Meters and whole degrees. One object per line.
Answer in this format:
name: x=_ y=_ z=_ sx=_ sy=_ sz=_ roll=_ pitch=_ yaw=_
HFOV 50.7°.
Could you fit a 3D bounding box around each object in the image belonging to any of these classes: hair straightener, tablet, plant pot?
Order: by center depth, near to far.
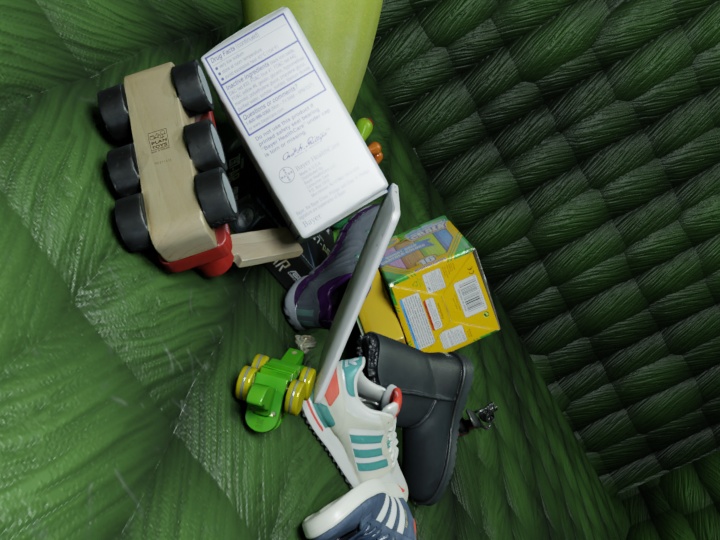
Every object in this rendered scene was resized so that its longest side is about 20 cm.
tablet: x=-0.005 y=0.019 z=0.742 sx=0.013 sy=0.203 sz=0.130 roll=22 pitch=16 yaw=-5
plant pot: x=-0.064 y=-0.269 z=0.963 sx=0.187 sy=0.183 sz=0.204 roll=-67 pitch=161 yaw=-72
hair straightener: x=0.224 y=0.277 z=1.404 sx=0.200 sy=0.076 sz=0.041 roll=33 pitch=30 yaw=-63

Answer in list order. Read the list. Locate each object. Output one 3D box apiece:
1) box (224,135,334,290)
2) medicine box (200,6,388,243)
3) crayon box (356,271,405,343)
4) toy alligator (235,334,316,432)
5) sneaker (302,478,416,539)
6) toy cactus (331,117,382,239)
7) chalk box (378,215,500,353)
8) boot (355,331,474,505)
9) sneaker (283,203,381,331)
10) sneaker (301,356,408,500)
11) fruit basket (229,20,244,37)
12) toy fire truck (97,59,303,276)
box: x=-0.097 y=-0.058 z=0.954 sx=0.201 sy=0.043 sz=0.162 roll=52 pitch=18 yaw=-34
medicine box: x=-0.070 y=-0.140 z=0.804 sx=0.202 sy=0.102 sz=0.182 roll=61 pitch=-5 yaw=-4
crayon box: x=0.023 y=0.068 z=1.027 sx=0.201 sy=0.051 sz=0.128 roll=68 pitch=1 yaw=-65
toy alligator: x=-0.075 y=0.111 z=0.723 sx=0.200 sy=0.058 sz=0.055 roll=-44 pitch=148 yaw=-78
sneaker: x=0.013 y=0.251 z=0.716 sx=0.086 sy=0.074 sz=0.200 roll=62 pitch=13 yaw=21
toy cactus: x=-0.026 y=-0.128 z=1.095 sx=0.101 sy=0.202 sz=0.165 roll=28 pitch=6 yaw=-5
chalk box: x=0.092 y=0.014 z=1.042 sx=0.200 sy=0.122 sz=0.126 roll=-115 pitch=-178 yaw=-70
boot: x=0.043 y=0.182 z=0.925 sx=0.166 sy=0.204 sz=0.076 roll=13 pitch=5 yaw=-32
sneaker: x=0.000 y=0.000 z=0.897 sx=0.201 sy=0.087 sz=0.075 roll=-51 pitch=126 yaw=-26
sneaker: x=0.017 y=0.178 z=0.824 sx=0.201 sy=0.092 sz=0.071 roll=57 pitch=15 yaw=-20
fruit basket: x=-0.089 y=-0.313 z=1.134 sx=0.217 sy=0.213 sz=0.156 roll=54 pitch=16 yaw=-26
toy fire truck: x=-0.142 y=-0.076 z=0.725 sx=0.201 sy=0.126 sz=0.179 roll=73 pitch=0 yaw=-66
